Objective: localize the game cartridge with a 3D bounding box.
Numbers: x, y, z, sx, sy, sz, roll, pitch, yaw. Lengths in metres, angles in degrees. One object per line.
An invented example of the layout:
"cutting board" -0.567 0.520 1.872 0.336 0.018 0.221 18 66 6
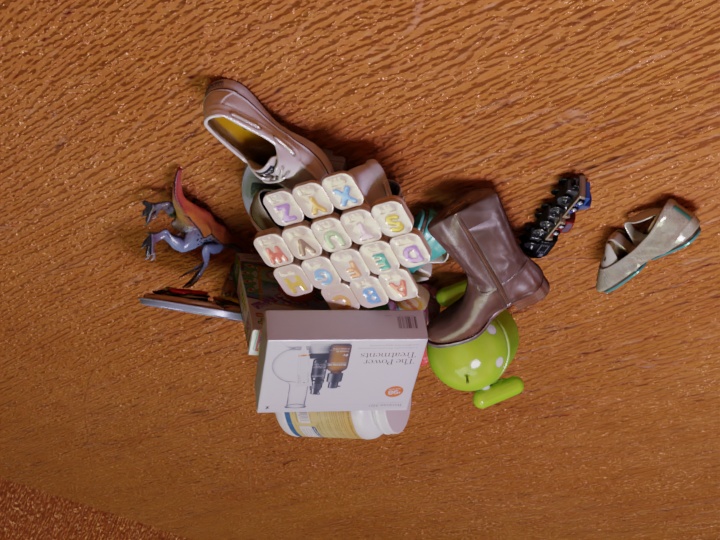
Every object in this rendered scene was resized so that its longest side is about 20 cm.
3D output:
"game cartridge" -0.083 -0.096 1.575 0.132 0.041 0.200 12 155 6

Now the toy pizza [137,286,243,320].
"toy pizza" -0.210 0.047 1.736 0.199 0.032 0.200 9 176 1

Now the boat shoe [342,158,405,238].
"boat shoe" 0.022 -0.084 1.520 0.068 0.072 0.200 -36 154 1

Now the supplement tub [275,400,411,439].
"supplement tub" -0.029 0.207 2.065 0.199 0.145 0.145 -1 153 23

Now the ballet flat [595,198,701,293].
"ballet flat" 0.340 -0.035 1.529 0.062 0.067 0.200 43 146 -4

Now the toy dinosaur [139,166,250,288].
"toy dinosaur" -0.209 -0.041 1.687 0.181 0.105 0.200 5 151 -36

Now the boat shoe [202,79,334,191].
"boat shoe" -0.105 -0.132 1.424 0.071 0.070 0.200 -24 130 30

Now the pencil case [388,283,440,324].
"pencil case" 0.016 0.057 1.804 0.199 0.088 0.088 3 154 18

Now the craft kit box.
"craft kit box" -0.063 0.049 1.662 0.199 0.198 0.049 4 122 -16

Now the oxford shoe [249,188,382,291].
"oxford shoe" -0.048 -0.035 1.504 0.199 0.071 0.074 27 169 1

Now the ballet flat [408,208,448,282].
"ballet flat" 0.072 -0.017 1.639 0.070 0.068 0.200 24 151 -12

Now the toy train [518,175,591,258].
"toy train" 0.239 -0.061 1.522 0.046 0.034 0.200 10 156 -7

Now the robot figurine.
"robot figurine" 0.157 0.102 1.739 0.115 0.176 0.200 -18 -178 17

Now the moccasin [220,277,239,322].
"moccasin" -0.159 0.041 1.843 0.073 0.078 0.201 22 153 -24

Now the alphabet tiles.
"alphabet tiles" -0.023 -0.027 1.464 0.199 0.015 0.196 -14 126 25

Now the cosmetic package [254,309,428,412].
"cosmetic package" -0.027 0.115 1.557 0.199 0.052 0.151 0 140 -11

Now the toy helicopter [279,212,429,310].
"toy helicopter" 0.000 0.000 1.603 0.199 0.079 0.132 22 143 -8

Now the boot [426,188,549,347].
"boot" 0.122 -0.003 1.556 0.186 0.064 0.200 -30 133 12

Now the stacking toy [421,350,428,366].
"stacking toy" 0.019 0.117 1.942 0.199 0.086 0.085 8 156 -5
